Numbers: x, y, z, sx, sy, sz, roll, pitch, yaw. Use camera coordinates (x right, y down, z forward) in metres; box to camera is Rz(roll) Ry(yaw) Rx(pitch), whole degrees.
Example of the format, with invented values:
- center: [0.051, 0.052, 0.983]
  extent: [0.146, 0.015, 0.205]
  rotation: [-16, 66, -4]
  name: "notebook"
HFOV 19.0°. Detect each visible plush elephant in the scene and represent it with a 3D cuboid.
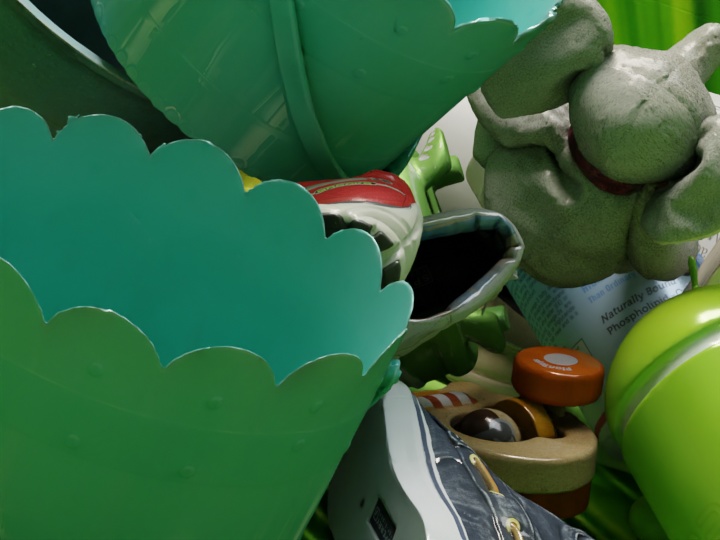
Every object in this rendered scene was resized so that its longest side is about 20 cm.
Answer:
- center: [0.134, -0.071, 1.118]
  extent: [0.165, 0.155, 0.200]
  rotation: [46, 40, 0]
  name: "plush elephant"

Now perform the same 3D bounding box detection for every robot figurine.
- center: [0.194, 0.091, 1.053]
  extent: [0.115, 0.176, 0.200]
  rotation: [-5, 49, -31]
  name: "robot figurine"

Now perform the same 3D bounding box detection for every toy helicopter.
- center: [0.020, 0.080, 1.083]
  extent: [0.200, 0.079, 0.132]
  rotation: [12, 18, 21]
  name: "toy helicopter"

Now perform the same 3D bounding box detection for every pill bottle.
- center: [0.145, 0.003, 1.272]
  extent: [0.109, 0.109, 0.200]
  rotation: [2, 52, -53]
  name: "pill bottle"

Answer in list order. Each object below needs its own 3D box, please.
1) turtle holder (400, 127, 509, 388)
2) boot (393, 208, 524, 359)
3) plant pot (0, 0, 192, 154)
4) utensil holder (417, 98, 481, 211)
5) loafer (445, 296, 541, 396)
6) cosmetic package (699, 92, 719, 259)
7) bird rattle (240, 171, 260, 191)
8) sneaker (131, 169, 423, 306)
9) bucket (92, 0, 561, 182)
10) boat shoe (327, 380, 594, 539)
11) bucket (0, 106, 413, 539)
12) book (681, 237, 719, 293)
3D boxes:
- center: [0.003, 0.009, 1.174]
  extent: [0.131, 0.141, 0.186]
  rotation: [-16, 19, 7]
  name: "turtle holder"
- center: [-0.020, 0.019, 1.006]
  extent: [0.200, 0.074, 0.096]
  rotation: [-26, -4, -22]
  name: "boot"
- center: [-0.176, -0.096, 1.111]
  extent: [0.200, 0.196, 0.200]
  rotation: [31, 32, -22]
  name: "plant pot"
- center: [0.060, -0.096, 1.625]
  extent: [0.200, 0.170, 0.170]
  rotation: [20, 12, 2]
  name: "utensil holder"
- center: [0.054, 0.025, 1.323]
  extent: [0.200, 0.068, 0.076]
  rotation: [19, 12, 2]
  name: "loafer"
- center: [0.240, 0.000, 1.398]
  extent: [0.165, 0.200, 0.165]
  rotation: [11, 15, -34]
  name: "cosmetic package"
- center: [-0.129, -0.036, 1.264]
  extent: [0.200, 0.113, 0.163]
  rotation: [6, 34, -35]
  name: "bird rattle"
- center: [-0.062, 0.003, 0.969]
  extent: [0.200, 0.077, 0.085]
  rotation: [-12, 24, 21]
  name: "sneaker"
- center: [-0.018, -0.143, 1.016]
  extent: [0.207, 0.135, 0.207]
  rotation: [30, 34, -23]
  name: "bucket"
- center: [0.045, 0.114, 0.946]
  extent: [0.091, 0.071, 0.200]
  rotation: [17, 18, -16]
  name: "boat shoe"
- center: [-0.094, 0.038, 0.833]
  extent: [0.207, 0.135, 0.207]
  rotation: [18, 22, -7]
  name: "bucket"
- center: [0.252, 0.076, 1.155]
  extent: [0.200, 0.134, 0.048]
  rotation: [30, 30, -2]
  name: "book"
